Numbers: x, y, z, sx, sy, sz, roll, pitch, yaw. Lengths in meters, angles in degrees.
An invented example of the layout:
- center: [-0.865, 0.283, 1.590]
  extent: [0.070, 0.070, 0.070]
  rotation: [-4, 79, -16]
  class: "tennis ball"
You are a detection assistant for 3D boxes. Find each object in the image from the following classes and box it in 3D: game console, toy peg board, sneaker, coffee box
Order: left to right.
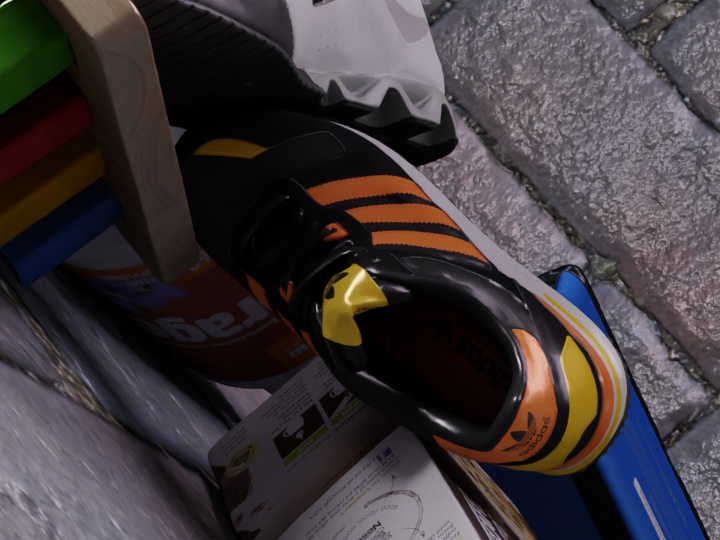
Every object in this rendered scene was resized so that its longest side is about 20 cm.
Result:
- center: [-0.159, -0.084, 0.826]
  extent: [0.200, 0.098, 0.199]
  rotation: [51, -13, 18]
  class: "toy peg board"
- center: [-0.038, -0.099, 0.914]
  extent: [0.200, 0.074, 0.089]
  rotation: [17, 64, -56]
  class: "sneaker"
- center: [0.000, 0.000, 0.838]
  extent: [0.200, 0.070, 0.090]
  rotation: [36, 12, 23]
  class: "sneaker"
- center: [0.024, 0.117, 0.850]
  extent: [0.113, 0.080, 0.200]
  rotation: [48, 3, -23]
  class: "coffee box"
- center: [0.083, 0.112, 1.063]
  extent: [0.200, 0.118, 0.171]
  rotation: [63, 17, -10]
  class: "game console"

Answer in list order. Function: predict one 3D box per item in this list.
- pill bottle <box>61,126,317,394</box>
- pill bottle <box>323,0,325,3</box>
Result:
- center: [-0.057, -0.016, 1.041]
  extent: [0.112, 0.112, 0.200]
  rotation: [51, 4, 35]
  class: "pill bottle"
- center: [-0.084, -0.130, 1.086]
  extent: [0.200, 0.112, 0.112]
  rotation: [-1, -36, 41]
  class: "pill bottle"
